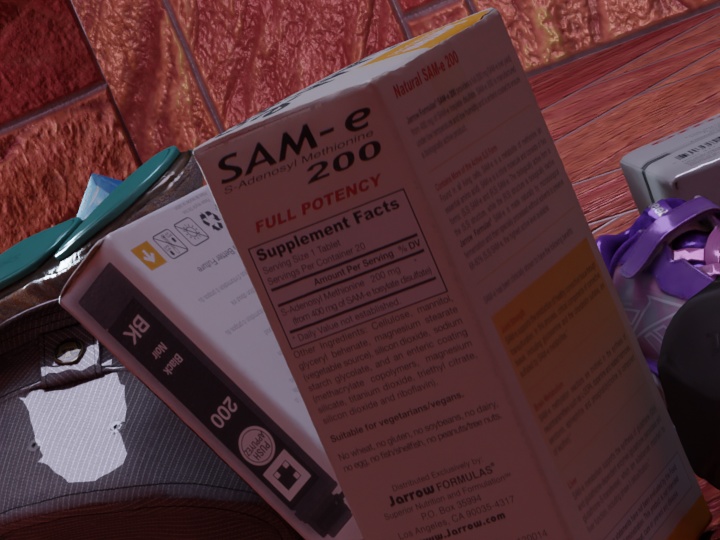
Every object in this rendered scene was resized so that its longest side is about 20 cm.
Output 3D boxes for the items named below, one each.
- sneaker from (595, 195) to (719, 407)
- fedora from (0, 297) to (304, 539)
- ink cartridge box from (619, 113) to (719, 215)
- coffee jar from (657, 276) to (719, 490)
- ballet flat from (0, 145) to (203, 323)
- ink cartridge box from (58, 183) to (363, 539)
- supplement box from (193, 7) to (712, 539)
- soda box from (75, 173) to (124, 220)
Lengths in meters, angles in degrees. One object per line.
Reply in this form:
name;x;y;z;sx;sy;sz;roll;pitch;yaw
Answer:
sneaker;0.147;0.012;1.241;0.080;0.089;0.200;-23;7;-14
fedora;-0.089;0.097;1.218;0.200;0.177;0.090;-7;37;-2
ink cartridge box;0.217;-0.041;1.458;0.146;0.084;0.200;-23;5;1
coffee jar;0.197;0.013;1.046;0.200;0.085;0.104;-27;10;-41
ballet flat;-0.102;0.001;1.267;0.068;0.067;0.200;-49;12;-29
ink cartridge box;0.010;0.039;1.172;0.043;0.200;0.198;-53;-11;30
supplement box;0.035;0.025;1.004;0.073;0.200;0.126;-21;6;25
soda box;-0.047;0.013;1.471;0.200;0.068;0.064;16;6;-35
